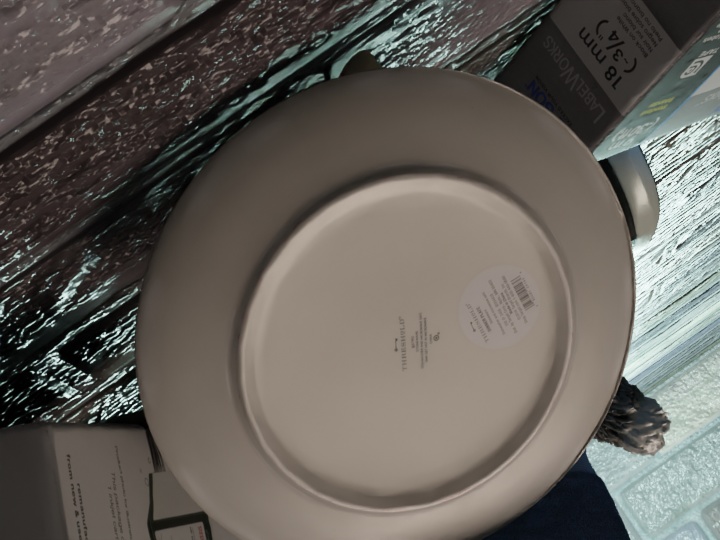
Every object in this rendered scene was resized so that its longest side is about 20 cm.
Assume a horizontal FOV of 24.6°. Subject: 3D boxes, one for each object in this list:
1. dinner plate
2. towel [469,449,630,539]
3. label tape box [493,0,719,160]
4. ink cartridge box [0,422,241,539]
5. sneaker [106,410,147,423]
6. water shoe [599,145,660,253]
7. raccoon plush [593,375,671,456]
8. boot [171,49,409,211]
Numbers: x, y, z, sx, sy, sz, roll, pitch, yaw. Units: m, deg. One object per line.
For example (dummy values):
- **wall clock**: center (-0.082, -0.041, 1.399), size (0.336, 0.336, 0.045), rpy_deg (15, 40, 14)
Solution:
- **dinner plate**: center (0.015, 0.026, 0.616), size (0.199, 0.201, 0.024), rpy_deg (-34, -155, -4)
- **towel**: center (0.051, 0.099, 0.733), size (0.110, 0.201, 0.049), rpy_deg (-5, 122, -8)
- **label tape box**: center (0.141, -0.105, 0.755), size (0.143, 0.064, 0.200), rpy_deg (-22, 161, -42)
- **ink cartridge box**: center (-0.141, 0.114, 0.674), size (0.144, 0.085, 0.200), rpy_deg (-12, 172, 13)
- **sneaker**: center (-0.124, 0.113, 0.870), size (0.079, 0.075, 0.200), rpy_deg (27, 141, -27)
- **water shoe**: center (0.106, -0.023, 0.914), size (0.078, 0.072, 0.200), rpy_deg (-22, 167, -12)
- **raccoon plush**: center (0.046, 0.067, 0.847), size (0.134, 0.199, 0.097), rpy_deg (-51, 158, -17)
- **boot**: center (0.030, 0.002, 0.659), size (0.107, 0.075, 0.200), rpy_deg (-45, 123, 5)
